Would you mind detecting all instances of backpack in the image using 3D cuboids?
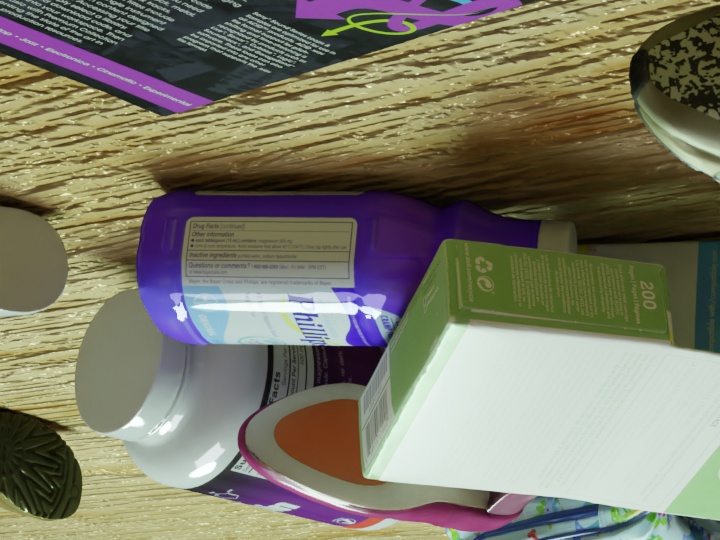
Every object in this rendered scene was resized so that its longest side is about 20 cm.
[{"bbox_3d":[0.143,0.129,1.252,0.199,0.155,0.163,5,169,32],"label":"backpack"}]

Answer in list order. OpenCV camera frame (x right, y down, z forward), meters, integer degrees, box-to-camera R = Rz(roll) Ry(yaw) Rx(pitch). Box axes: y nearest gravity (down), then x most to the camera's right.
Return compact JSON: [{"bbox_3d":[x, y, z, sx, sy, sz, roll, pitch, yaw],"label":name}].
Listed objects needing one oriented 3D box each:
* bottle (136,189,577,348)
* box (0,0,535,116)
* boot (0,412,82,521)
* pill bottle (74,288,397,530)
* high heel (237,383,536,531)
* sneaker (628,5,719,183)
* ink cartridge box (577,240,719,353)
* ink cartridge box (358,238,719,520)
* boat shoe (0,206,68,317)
[{"bbox_3d":[0.000,0.000,0.963,0.198,0.066,0.084,1,158,12],"label":"bottle"},{"bbox_3d":[-0.053,-0.105,0.687,0.199,0.036,0.142,-10,159,44],"label":"box"},{"bbox_3d":[-0.326,0.139,1.525,0.199,0.067,0.175,-12,145,41],"label":"boot"},{"bbox_3d":[-0.053,0.072,1.135,0.199,0.113,0.112,19,158,-39],"label":"pill bottle"},{"bbox_3d":[0.009,0.108,1.078,0.199,0.068,0.096,13,153,-31],"label":"high heel"},{"bbox_3d":[0.188,-0.077,0.682,0.198,0.077,0.089,-1,150,2],"label":"sneaker"},{"bbox_3d":[0.119,0.034,1.040,0.198,0.068,0.115,-2,162,20],"label":"ink cartridge box"},{"bbox_3d":[0.112,0.054,0.935,0.198,0.048,0.146,7,146,-14],"label":"ink cartridge box"},{"bbox_3d":[-0.240,-0.014,0.996,0.199,0.073,0.068,5,166,-35],"label":"boat shoe"}]
